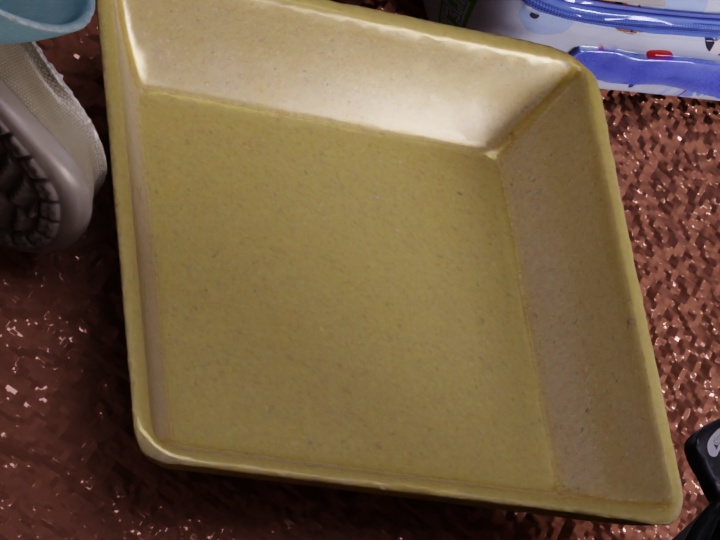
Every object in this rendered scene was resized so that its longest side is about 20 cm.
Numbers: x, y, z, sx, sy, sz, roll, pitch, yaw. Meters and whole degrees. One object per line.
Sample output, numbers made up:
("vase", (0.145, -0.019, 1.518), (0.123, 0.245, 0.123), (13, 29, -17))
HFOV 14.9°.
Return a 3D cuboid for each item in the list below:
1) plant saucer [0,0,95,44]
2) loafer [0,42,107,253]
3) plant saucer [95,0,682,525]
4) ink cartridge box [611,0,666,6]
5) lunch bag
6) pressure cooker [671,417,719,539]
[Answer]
("plant saucer", (-0.163, -0.131, 0.811), (0.200, 0.036, 0.200), (42, 15, -14))
("loafer", (-0.146, -0.093, 0.909), (0.068, 0.076, 0.200), (-35, 78, -36))
("plant saucer", (0.000, 0.000, 0.946), (0.199, 0.048, 0.201), (9, 53, -24))
("ink cartridge box", (0.026, -0.186, 1.002), (0.199, 0.083, 0.147), (6, 65, 6))
("lunch bag", (0.114, -0.141, 1.101), (0.199, 0.076, 0.161), (2, 58, -28))
("pressure cooker", (0.146, 0.144, 0.821), (0.175, 0.200, 0.179), (27, 48, -11))
